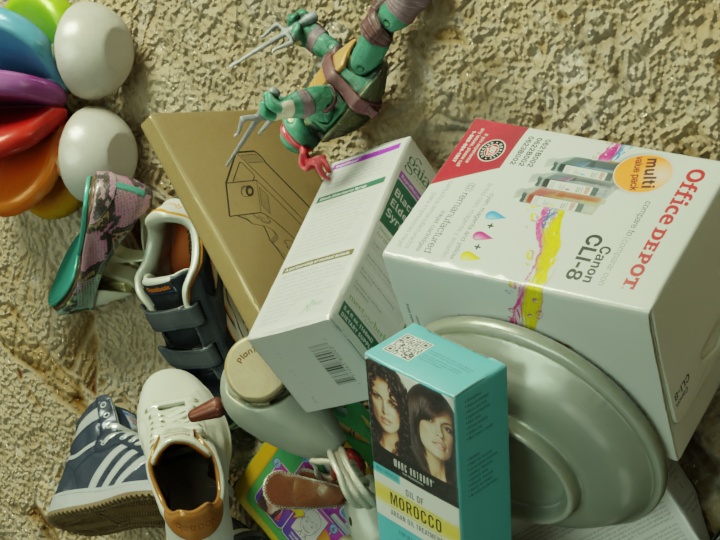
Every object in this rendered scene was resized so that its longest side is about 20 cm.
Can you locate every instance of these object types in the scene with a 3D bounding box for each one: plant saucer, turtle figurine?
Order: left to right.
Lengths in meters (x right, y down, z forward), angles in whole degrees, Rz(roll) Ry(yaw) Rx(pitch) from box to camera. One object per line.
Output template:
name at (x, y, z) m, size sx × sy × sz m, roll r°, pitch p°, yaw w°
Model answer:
turtle figurine at (-0.022, -0.156, 1.258) m, size 0.200 × 0.100 × 0.150 m, roll -46°, pitch 25°, yaw 20°
plant saucer at (0.105, 0.117, 1.102) m, size 0.199 × 0.050 × 0.201 m, roll 25°, pitch 146°, yaw 18°

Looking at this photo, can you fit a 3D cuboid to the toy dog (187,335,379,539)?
toy dog at (-0.057, 0.137, 1.241) m, size 0.096 × 0.132 × 0.201 m, roll -35°, pitch 62°, yaw 5°

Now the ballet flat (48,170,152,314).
ballet flat at (-0.220, -0.015, 1.420) m, size 0.200 × 0.070 × 0.070 m, roll 122°, pitch 157°, yaw -52°

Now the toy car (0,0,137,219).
toy car at (-0.294, -0.143, 1.418) m, size 0.174 × 0.149 × 0.203 m, roll 2°, pitch 95°, yaw 34°

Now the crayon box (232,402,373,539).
crayon box at (0.000, 0.199, 1.306) m, size 0.200 × 0.058 × 0.119 m, roll 46°, pitch 117°, yaw 22°

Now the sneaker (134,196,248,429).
sneaker at (-0.143, 0.039, 1.378) m, size 0.078 × 0.079 × 0.202 m, roll -9°, pitch 91°, yaw 33°

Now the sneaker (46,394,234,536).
sneaker at (-0.180, 0.159, 1.391) m, size 0.199 × 0.070 × 0.109 m, roll -13°, pitch 53°, yaw 37°

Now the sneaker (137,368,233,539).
sneaker at (-0.134, 0.134, 1.282) m, size 0.201 × 0.072 × 0.085 m, roll -112°, pitch 12°, yaw -46°

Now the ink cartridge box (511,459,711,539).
ink cartridge box at (0.188, 0.219, 1.199) m, size 0.160 × 0.050 × 0.201 m, roll -34°, pitch 90°, yaw 31°

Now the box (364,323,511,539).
box at (0.053, 0.142, 1.069) m, size 0.082 × 0.049 × 0.202 m, roll 23°, pitch 129°, yaw 41°

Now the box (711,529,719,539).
box at (0.333, 0.212, 1.072) m, size 0.200 × 0.043 × 0.161 m, roll 40°, pitch 115°, yaw 13°

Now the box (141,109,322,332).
box at (-0.068, -0.035, 1.267) m, size 0.021 × 0.163 × 0.201 m, roll -37°, pitch 74°, yaw 31°

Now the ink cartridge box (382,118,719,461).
ink cartridge box at (0.146, 0.009, 1.109) m, size 0.198 × 0.146 × 0.145 m, roll 13°, pitch 141°, yaw 31°

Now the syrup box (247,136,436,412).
syrup box at (0.000, 0.000, 1.201) m, size 0.081 × 0.201 × 0.079 m, roll -16°, pitch 124°, yaw 36°

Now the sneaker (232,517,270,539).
sneaker at (-0.105, 0.291, 1.386) m, size 0.090 × 0.066 × 0.202 m, roll 35°, pitch 133°, yaw 56°
